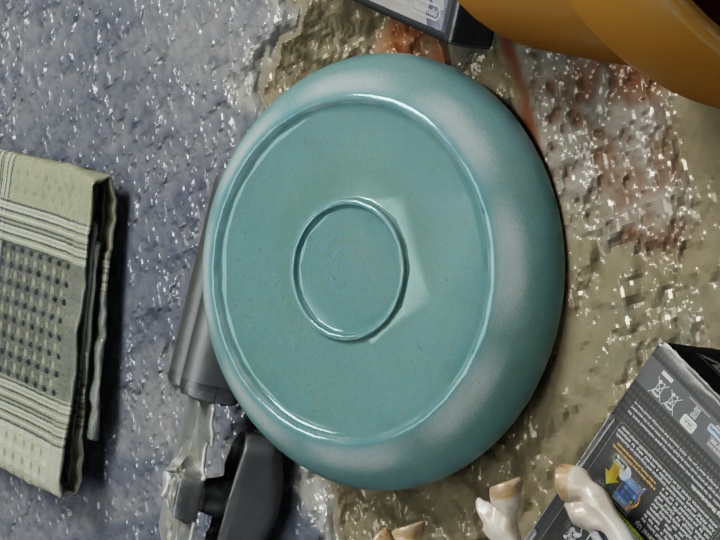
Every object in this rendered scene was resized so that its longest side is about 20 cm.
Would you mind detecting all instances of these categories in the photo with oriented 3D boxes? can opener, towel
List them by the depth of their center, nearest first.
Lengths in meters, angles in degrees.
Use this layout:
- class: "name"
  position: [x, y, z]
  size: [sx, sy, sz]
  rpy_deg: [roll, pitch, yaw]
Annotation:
- class: "can opener"
  position: [-0.061, 0.051, 0.970]
  size: [0.053, 0.066, 0.202]
  rpy_deg: [-155, 78, -69]
- class: "towel"
  position: [-0.207, 0.025, 1.148]
  size: [0.199, 0.034, 0.194]
  rpy_deg: [16, 100, 50]

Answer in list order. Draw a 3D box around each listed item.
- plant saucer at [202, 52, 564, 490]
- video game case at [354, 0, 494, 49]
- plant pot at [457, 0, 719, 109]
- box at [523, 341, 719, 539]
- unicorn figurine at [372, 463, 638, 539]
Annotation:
- class: "plant saucer"
  position: [0.000, 0.000, 0.870]
  size: [0.199, 0.027, 0.202]
  rpy_deg: [-1, 89, 34]
- class: "video game case"
  position: [0.020, -0.208, 0.841]
  size: [0.200, 0.025, 0.182]
  rpy_deg: [37, 119, 59]
- class: "plant pot"
  position: [0.112, -0.149, 0.666]
  size: [0.183, 0.199, 0.202]
  rpy_deg: [177, 91, -64]
- class: "box"
  position: [0.144, 0.150, 0.717]
  size: [0.200, 0.044, 0.161]
  rpy_deg: [48, 117, 37]
- class: "unicorn figurine"
  position: [0.068, 0.149, 0.720]
  size: [0.200, 0.073, 0.138]
  rpy_deg: [-34, 71, 52]
